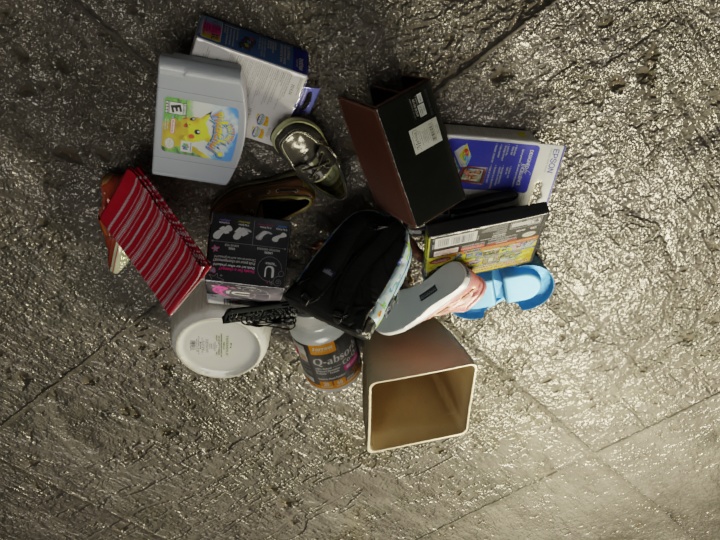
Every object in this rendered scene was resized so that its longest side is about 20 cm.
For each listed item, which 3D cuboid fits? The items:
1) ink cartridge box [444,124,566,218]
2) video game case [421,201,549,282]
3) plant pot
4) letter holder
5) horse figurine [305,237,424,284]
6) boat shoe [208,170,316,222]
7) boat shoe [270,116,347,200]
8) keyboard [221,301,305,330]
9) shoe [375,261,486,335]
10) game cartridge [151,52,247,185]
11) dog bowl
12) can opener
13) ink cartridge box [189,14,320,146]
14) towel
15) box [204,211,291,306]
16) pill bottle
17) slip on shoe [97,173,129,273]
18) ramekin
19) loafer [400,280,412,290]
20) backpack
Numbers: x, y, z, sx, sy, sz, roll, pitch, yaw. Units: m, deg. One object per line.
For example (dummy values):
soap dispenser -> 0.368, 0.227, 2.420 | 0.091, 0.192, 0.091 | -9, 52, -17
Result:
ink cartridge box -> 0.216, -0.143, 1.399 | 0.197, 0.047, 0.199 | 3, 130, -8
video game case -> 0.201, -0.043, 1.399 | 0.197, 0.026, 0.181 | -12, 155, -4
plant pot -> 0.088, 0.195, 1.592 | 0.197, 0.178, 0.202 | -9, 133, -11
letter holder -> 0.061, -0.190, 1.307 | 0.100, 0.142, 0.202 | -31, 119, -17
horse figurine -> 0.017, -0.017, 1.463 | 0.198, 0.050, 0.134 | -23, 94, -8
boat shoe -> -0.167, -0.106, 1.394 | 0.198, 0.069, 0.072 | -22, 130, 17
boat shoe -> -0.067, -0.167, 1.298 | 0.072, 0.066, 0.201 | -38, 153, 6
keyboard -> -0.133, 0.079, 1.432 | 0.197, 0.040, 0.104 | -6, 169, -15
shoe -> 0.120, 0.059, 1.450 | 0.199, 0.072, 0.091 | -33, 146, 23
game cartridge -> -0.230, -0.212, 1.220 | 0.131, 0.041, 0.202 | 5, 134, -12
dog bowl -> 0.251, 0.025, 1.546 | 0.197, 0.050, 0.112 | -11, 132, 7
can opener -> 0.164, -0.089, 1.377 | 0.197, 0.079, 0.064 | -9, 125, -5
ink cartridge box -> -0.160, -0.270, 1.241 | 0.197, 0.077, 0.137 | 17, 131, -16
towel -> -0.323, -0.045, 1.309 | 0.201, 0.022, 0.145 | 53, 130, 7
box -> -0.188, -0.009, 1.389 | 0.130, 0.117, 0.200 | 6, 166, -8
pill bottle -> -0.068, 0.123, 1.574 | 0.115, 0.117, 0.202 | -9, 132, 6
slip on shoe -> -0.406, -0.080, 1.414 | 0.061, 0.074, 0.202 | 22, 132, 8
ramekin -> -0.257, 0.107, 1.558 | 0.197, 0.106, 0.202 | -1, 133, -1
loafer -> 0.015, 0.023, 1.517 | 0.198, 0.072, 0.073 | 24, 127, -23
backpack -> 0.000, 0.000, 1.354 | 0.162, 0.202, 0.154 | 21, 171, 24
